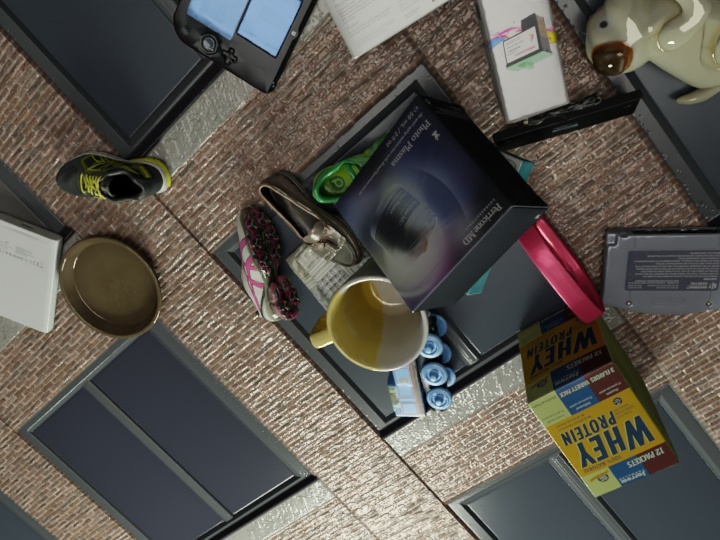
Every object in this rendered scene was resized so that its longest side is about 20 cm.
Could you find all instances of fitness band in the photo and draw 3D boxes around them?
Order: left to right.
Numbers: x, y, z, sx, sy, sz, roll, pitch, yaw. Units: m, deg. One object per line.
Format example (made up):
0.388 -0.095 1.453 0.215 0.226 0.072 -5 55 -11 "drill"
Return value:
0.288 -0.011 0.915 0.037 0.144 0.200 -37 104 24 "fitness band"

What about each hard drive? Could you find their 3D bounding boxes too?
-0.627 0.006 1.153 0.130 0.026 0.202 20 116 1 "hard drive"

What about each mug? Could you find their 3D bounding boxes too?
0.021 0.045 0.949 0.183 0.154 0.152 8 115 10 "mug"

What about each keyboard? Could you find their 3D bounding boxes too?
0.278 -0.209 0.847 0.197 0.127 0.021 -15 84 16 "keyboard"

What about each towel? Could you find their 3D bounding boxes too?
0.000 0.000 1.033 0.199 0.035 0.193 -38 103 23 "towel"

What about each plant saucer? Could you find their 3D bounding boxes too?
-0.450 0.030 1.130 0.196 0.030 0.203 4 114 9 "plant saucer"

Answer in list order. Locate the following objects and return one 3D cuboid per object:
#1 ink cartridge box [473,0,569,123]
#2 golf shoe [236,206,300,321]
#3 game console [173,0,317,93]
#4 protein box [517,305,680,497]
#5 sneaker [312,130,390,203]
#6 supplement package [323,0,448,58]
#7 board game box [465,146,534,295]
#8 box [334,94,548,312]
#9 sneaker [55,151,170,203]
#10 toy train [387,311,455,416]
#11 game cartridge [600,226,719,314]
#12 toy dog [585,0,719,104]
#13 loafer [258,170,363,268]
0.198 -0.309 0.797 0.083 0.145 0.203 -14 111 14 "ink cartridge box"
-0.174 -0.005 1.040 0.091 0.072 0.203 -6 109 33 "golf shoe"
-0.163 -0.386 0.892 0.175 0.031 0.201 32 116 -4 "game console"
0.356 0.188 0.960 0.134 0.201 0.199 -32 105 21 "protein box"
0.014 -0.149 0.936 0.198 0.084 0.075 -26 107 19 "sneaker"
0.018 -0.406 0.784 0.150 0.151 0.202 -24 108 20 "supplement package"
0.143 -0.090 0.907 0.150 0.047 0.203 31 111 32 "board game box"
0.102 -0.087 0.833 0.199 0.122 0.201 53 123 21 "box"
-0.415 -0.151 1.012 0.196 0.085 0.076 -1 113 11 "sneaker"
0.096 0.158 1.055 0.112 0.087 0.203 -5 118 18 "toy train"
0.472 0.001 0.948 0.196 0.041 0.135 0 110 10 "game cartridge"
0.388 -0.307 0.787 0.196 0.142 0.195 4 151 7 "toy dog"
-0.083 -0.072 0.978 0.200 0.063 0.072 44 120 4 "loafer"
